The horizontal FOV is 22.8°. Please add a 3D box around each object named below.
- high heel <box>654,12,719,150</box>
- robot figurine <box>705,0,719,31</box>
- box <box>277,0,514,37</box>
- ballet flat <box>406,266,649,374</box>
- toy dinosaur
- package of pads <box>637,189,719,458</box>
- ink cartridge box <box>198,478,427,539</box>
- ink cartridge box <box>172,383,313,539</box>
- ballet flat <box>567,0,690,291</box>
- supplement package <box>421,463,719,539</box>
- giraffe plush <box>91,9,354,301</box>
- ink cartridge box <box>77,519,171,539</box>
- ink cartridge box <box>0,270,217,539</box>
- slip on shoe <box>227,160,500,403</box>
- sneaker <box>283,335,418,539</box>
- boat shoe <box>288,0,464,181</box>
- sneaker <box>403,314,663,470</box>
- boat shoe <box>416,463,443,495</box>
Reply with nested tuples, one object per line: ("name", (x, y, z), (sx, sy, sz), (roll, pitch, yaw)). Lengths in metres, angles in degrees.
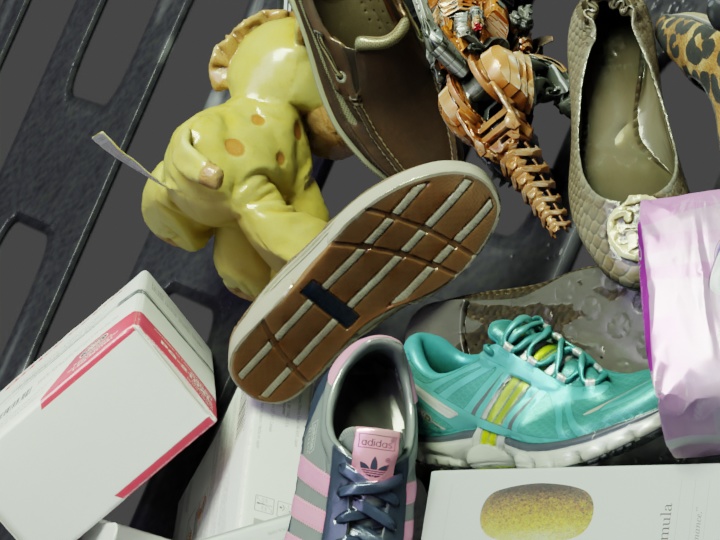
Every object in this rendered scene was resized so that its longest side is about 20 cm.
("high heel", (0.193, -0.054, 0.973), (0.143, 0.071, 0.200), (-60, 40, 14))
("robot figurine", (0.260, -0.168, 0.918), (0.200, 0.124, 0.151), (30, 96, 49))
("box", (0.020, -0.237, 1.258), (0.192, 0.047, 0.202), (-21, 56, 36))
("ballet flat", (0.113, 0.038, 1.020), (0.199, 0.046, 0.068), (-8, 76, 40))
("toy dinosaur", (0.082, -0.097, 1.055), (0.102, 0.135, 0.202), (-19, 57, 38))
("package of pads", (0.233, 0.017, 0.837), (0.198, 0.076, 0.121), (-8, 57, 14))
("ink cartridge box", (-0.012, 0.229, 0.962), (0.047, 0.159, 0.202), (130, 124, -64))
("ink cartridge box", (-0.081, 0.175, 1.119), (0.201, 0.044, 0.177), (-86, 17, -46))
("ballet flat", (0.145, -0.082, 0.988), (0.067, 0.046, 0.202), (-4, 58, 7))
("supplement package", (0.132, 0.164, 0.890), (0.199, 0.109, 0.115), (-8, 65, 44))
("giraffe plush", (-0.058, -0.089, 1.174), (0.172, 0.200, 0.163), (10, 62, 50))
("ink cartridge box", (-0.172, 0.225, 1.159), (0.200, 0.067, 0.118), (-19, 55, 66))
("ink cartridge box", (-0.173, 0.090, 1.175), (0.144, 0.085, 0.200), (-40, 10, 2))
("slip on shoe", (0.000, 0.000, 1.069), (0.200, 0.076, 0.061), (-44, 17, 20))
("sneaker", (-0.004, 0.125, 0.929), (0.082, 0.069, 0.201), (111, 163, -53))
("boat shoe", (0.004, -0.133, 1.082), (0.074, 0.203, 0.075), (-33, 12, -9))
("sneaker", (0.094, 0.063, 0.950), (0.199, 0.077, 0.080), (-6, 96, 42))
("boat shoe", (0.004, 0.193, 1.041), (0.063, 0.073, 0.202), (-10, 56, 48))
